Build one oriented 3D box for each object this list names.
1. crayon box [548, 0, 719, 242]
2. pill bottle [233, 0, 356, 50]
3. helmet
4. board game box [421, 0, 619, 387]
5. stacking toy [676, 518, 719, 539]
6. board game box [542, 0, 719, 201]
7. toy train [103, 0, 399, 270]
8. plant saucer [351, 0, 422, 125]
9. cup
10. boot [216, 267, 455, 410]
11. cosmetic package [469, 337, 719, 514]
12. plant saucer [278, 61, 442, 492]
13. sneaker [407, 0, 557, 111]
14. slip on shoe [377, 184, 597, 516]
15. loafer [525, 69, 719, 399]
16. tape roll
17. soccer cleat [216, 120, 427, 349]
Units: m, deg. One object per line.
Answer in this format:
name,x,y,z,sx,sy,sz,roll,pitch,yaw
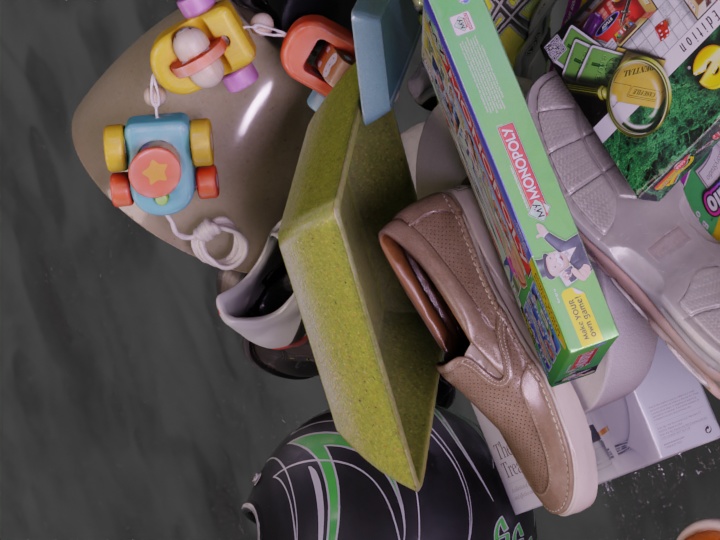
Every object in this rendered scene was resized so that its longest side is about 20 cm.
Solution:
crayon box,0.176,-0.081,1.261,0.173,0.058,0.200,52,149,30
pill bottle,-0.064,-0.242,1.554,0.200,0.112,0.112,54,149,30
helmet,0.020,0.179,1.586,0.200,0.200,0.191,114,154,-54
board game box,0.080,-0.044,1.228,0.135,0.029,0.200,81,168,-80
stacking toy,0.160,0.239,1.346,0.146,0.200,0.146,41,141,45
board game box,0.181,-0.137,1.150,0.200,0.023,0.105,-47,61,31
toy train,-0.075,-0.092,1.478,0.200,0.150,0.056,-54,12,17
plant saucer,0.020,-0.154,1.429,0.200,0.019,0.070,-72,-23,-65
cup,-0.079,-0.116,1.614,0.200,0.200,0.143,52,124,33
boot,-0.007,0.061,1.678,0.174,0.069,0.200,27,168,27
cosmetic package,0.129,0.059,1.457,0.200,0.052,0.151,-36,72,63
plant saucer,0.000,0.000,1.398,0.200,0.048,0.200,-79,-24,-58
sneaker,0.075,-0.169,1.375,0.075,0.076,0.200,47,146,39
slip on shoe,0.072,0.051,1.344,0.076,0.060,0.200,-18,93,66
loafer,0.146,-0.015,1.228,0.200,0.072,0.063,54,157,22
tape roll,0.099,-0.012,1.356,0.203,0.037,0.203,47,149,41
soccer cleat,-0.013,-0.024,1.545,0.200,0.085,0.069,-44,61,17
